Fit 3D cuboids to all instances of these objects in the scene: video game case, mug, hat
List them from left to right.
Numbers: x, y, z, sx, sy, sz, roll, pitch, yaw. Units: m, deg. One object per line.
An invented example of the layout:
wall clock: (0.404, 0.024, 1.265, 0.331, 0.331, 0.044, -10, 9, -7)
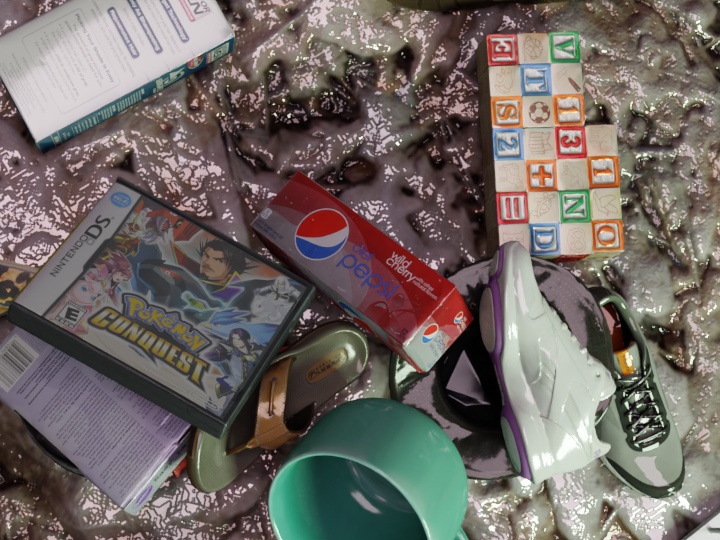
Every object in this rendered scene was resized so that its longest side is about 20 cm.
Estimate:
video game case: (-0.159, 0.026, 1.323, 0.199, 0.026, 0.181, 28, 44, 4)
mug: (0.018, 0.198, 1.348, 0.151, 0.115, 0.187, -4, 116, 30)
hat: (0.121, 0.083, 1.413, 0.198, 0.081, 0.203, 0, 90, 0)

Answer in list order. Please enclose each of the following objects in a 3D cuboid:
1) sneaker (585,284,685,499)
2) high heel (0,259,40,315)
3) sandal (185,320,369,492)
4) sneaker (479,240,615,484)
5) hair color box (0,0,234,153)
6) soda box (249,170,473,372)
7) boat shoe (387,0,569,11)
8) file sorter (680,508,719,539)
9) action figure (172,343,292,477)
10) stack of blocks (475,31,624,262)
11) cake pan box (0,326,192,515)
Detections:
sneaker: (0.234, 0.108, 1.426, 0.073, 0.079, 0.202, -22, 87, -10)
high heel: (-0.329, 0.064, 1.355, 0.198, 0.071, 0.144, 2, 77, 24)
sandal: (-0.062, 0.114, 1.346, 0.199, 0.054, 0.082, -32, 122, -26)
sneaker: (0.156, 0.071, 1.344, 0.099, 0.075, 0.202, -12, 96, -8)
hair color box: (-0.219, -0.196, 1.423, 0.199, 0.061, 0.101, -29, 87, -8)
soda box: (0.000, 0.000, 1.375, 0.070, 0.064, 0.200, -47, 58, -8)
boat shoe: (0.111, -0.282, 1.465, 0.200, 0.075, 0.076, -4, 81, -18)
file sorter: (0.354, 0.278, 1.396, 0.199, 0.125, 0.139, -36, 88, -8)
action figure: (-0.085, 0.111, 1.410, 0.199, 0.052, 0.066, -28, 82, -10)
stack of blocks: (0.170, -0.110, 1.454, 0.114, 0.059, 0.203, -3, 84, -6)
cake pan box: (-0.203, 0.081, 1.377, 0.184, 0.052, 0.200, 37, 80, 17)
